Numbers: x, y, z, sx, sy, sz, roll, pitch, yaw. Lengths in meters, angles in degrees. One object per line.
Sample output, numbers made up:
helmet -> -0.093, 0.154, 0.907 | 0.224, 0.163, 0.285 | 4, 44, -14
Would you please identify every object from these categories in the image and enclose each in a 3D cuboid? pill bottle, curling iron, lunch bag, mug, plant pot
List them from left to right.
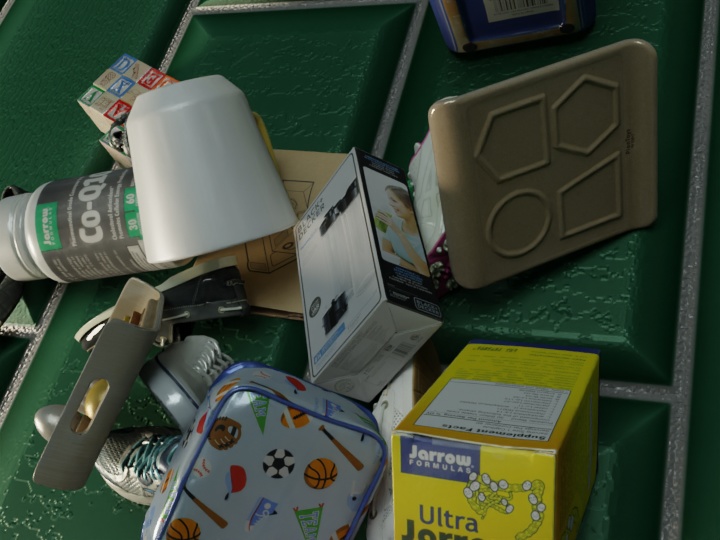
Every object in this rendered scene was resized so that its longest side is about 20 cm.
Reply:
pill bottle -> -0.284, -0.047, 0.998 | 0.199, 0.113, 0.113 | -8, 55, 15
curling iron -> -0.183, -0.128, 0.974 | 0.026, 0.200, 0.050 | -13, 80, 32
mug -> -0.153, -0.102, 0.899 | 0.149, 0.154, 0.187 | -16, 9, -6
lunch bag -> -0.073, 0.183, 0.723 | 0.200, 0.160, 0.076 | -64, 16, 8
plant pot -> 0.159, -0.358, 1.006 | 0.199, 0.200, 0.180 | -6, 62, 15

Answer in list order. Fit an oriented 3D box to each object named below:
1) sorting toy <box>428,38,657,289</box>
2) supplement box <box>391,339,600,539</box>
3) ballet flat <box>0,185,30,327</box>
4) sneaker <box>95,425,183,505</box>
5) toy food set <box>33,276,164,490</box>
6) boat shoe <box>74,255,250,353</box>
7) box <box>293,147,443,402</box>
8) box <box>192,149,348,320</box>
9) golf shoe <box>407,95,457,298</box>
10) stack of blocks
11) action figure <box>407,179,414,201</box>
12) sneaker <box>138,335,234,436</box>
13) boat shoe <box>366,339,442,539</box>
sorting toy -> 0.162, -0.091, 0.809 | 0.199, 0.186, 0.036 | -18, 33, -9
supplement box -> 0.106, 0.134, 0.673 | 0.109, 0.110, 0.200 | 3, 15, 22
ballet flat -> -0.407, -0.006, 1.044 | 0.066, 0.057, 0.200 | -17, 50, 27
sneaker -> -0.161, 0.169, 0.823 | 0.199, 0.086, 0.078 | 10, 60, 25
toy food set -> -0.228, 0.087, 0.802 | 0.144, 0.060, 0.200 | -64, 14, 4
boat shoe -> -0.201, 0.049, 0.927 | 0.200, 0.072, 0.068 | -22, 92, 21
box -> 0.000, 0.000, 0.821 | 0.117, 0.060, 0.200 | -50, 32, 33
box -> -0.082, -0.043, 0.981 | 0.163, 0.021, 0.200 | 6, 59, 23
golf shoe -> 0.079, -0.067, 0.864 | 0.091, 0.075, 0.200 | 37, 115, 38
stack of blocks -> -0.248, -0.171, 1.104 | 0.200, 0.059, 0.115 | 31, 72, 33
action figure -> 0.108, -0.081, 0.905 | 0.200, 0.055, 0.118 | -27, 92, 17
sneaker -> -0.151, 0.090, 0.829 | 0.071, 0.073, 0.200 | -36, 14, -7
boat shoe -> 0.030, 0.137, 0.787 | 0.069, 0.071, 0.200 | -15, 50, 26
